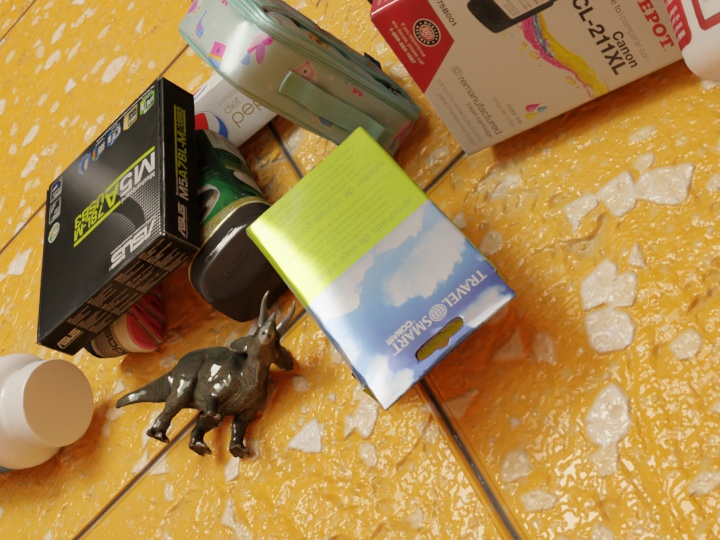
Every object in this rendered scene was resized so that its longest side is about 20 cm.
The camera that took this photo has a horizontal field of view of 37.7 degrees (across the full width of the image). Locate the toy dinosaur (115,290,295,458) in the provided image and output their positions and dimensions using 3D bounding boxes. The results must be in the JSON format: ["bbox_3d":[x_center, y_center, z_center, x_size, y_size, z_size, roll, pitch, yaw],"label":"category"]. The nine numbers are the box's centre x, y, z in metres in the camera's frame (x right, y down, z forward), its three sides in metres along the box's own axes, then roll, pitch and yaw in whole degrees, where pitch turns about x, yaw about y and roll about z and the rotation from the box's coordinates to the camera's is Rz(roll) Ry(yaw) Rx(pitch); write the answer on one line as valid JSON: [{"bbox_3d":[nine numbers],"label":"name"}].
[{"bbox_3d":[-0.125,0.100,0.898,0.199,0.077,0.103,-20,39,40],"label":"toy dinosaur"}]

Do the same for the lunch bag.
[{"bbox_3d":[-0.045,-0.169,0.899,0.078,0.199,0.160,-58,39,11],"label":"lunch bag"}]

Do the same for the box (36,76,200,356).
[{"bbox_3d":[-0.228,-0.051,0.984,0.199,0.047,0.195,-35,44,31],"label":"box"}]

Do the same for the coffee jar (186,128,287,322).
[{"bbox_3d":[-0.126,-0.043,0.971,0.104,0.085,0.200,-48,40,9],"label":"coffee jar"}]

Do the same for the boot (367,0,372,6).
[{"bbox_3d":[0.003,-0.282,0.923,0.068,0.200,0.190,-28,47,27],"label":"boot"}]

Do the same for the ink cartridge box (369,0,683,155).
[{"bbox_3d":[0.130,-0.196,0.774,0.199,0.146,0.083,-23,32,32],"label":"ink cartridge box"}]

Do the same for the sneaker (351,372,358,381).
[{"bbox_3d":[0.000,0.000,0.834,0.078,0.070,0.201,-34,45,12],"label":"sneaker"}]

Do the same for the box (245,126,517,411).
[{"bbox_3d":[0.015,0.000,0.755,0.122,0.048,0.200,-41,54,2],"label":"box"}]

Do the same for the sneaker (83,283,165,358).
[{"bbox_3d":[-0.247,0.005,1.064,0.087,0.074,0.202,-24,53,22],"label":"sneaker"}]

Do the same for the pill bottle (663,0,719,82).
[{"bbox_3d":[0.240,-0.190,0.648,0.111,0.112,0.202,-20,85,33],"label":"pill bottle"}]

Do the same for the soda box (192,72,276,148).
[{"bbox_3d":[-0.127,-0.168,1.061,0.199,0.064,0.068,-36,20,21],"label":"soda box"}]

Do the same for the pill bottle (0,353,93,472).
[{"bbox_3d":[-0.357,0.144,1.047,0.198,0.112,0.113,-13,55,36],"label":"pill bottle"}]
